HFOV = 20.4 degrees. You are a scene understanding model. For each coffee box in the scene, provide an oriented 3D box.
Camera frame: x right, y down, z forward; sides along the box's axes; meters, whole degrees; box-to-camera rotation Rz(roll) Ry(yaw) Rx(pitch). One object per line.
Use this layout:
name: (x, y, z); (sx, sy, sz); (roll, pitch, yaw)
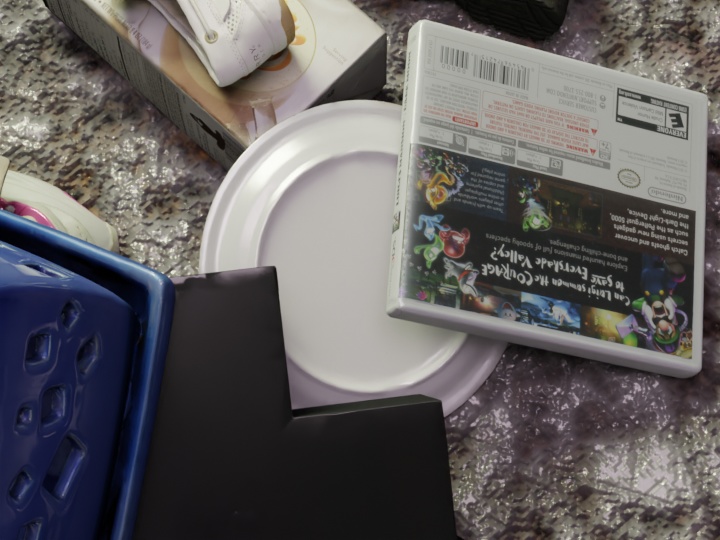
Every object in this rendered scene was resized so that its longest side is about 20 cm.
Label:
coffee box: (-0.093, -0.156, 1.233); (0.200, 0.080, 0.114); (43, 76, 14)

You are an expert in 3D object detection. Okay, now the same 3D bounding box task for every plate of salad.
plate of salad: (0.000, 0.000, 1.184); (0.199, 0.048, 0.201); (0, 90, -17)

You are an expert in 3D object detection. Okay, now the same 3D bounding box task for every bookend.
bookend: (-0.042, 0.078, 1.105); (0.198, 0.092, 0.201); (-7, 90, -7)

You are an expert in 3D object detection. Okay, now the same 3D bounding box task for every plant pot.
plant pot: (-0.210, 0.067, 0.992); (0.200, 0.180, 0.201); (18, 104, 31)

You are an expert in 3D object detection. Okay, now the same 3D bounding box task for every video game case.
video game case: (0.115, -0.041, 1.185); (0.199, 0.023, 0.182); (12, 69, -20)

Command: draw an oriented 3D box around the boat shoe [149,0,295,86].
boat shoe: (-0.127, -0.188, 1.164); (0.069, 0.071, 0.200); (-42, 77, -14)

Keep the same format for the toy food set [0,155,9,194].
toy food set: (-0.289, 0.019, 1.125); (0.143, 0.060, 0.201); (12, 96, -8)

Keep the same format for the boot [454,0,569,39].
boot: (0.060, -0.237, 1.277); (0.200, 0.068, 0.131); (22, 67, 0)

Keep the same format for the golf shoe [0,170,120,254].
golf shoe: (-0.231, -0.032, 1.203); (0.200, 0.091, 0.076); (28, 109, 28)
